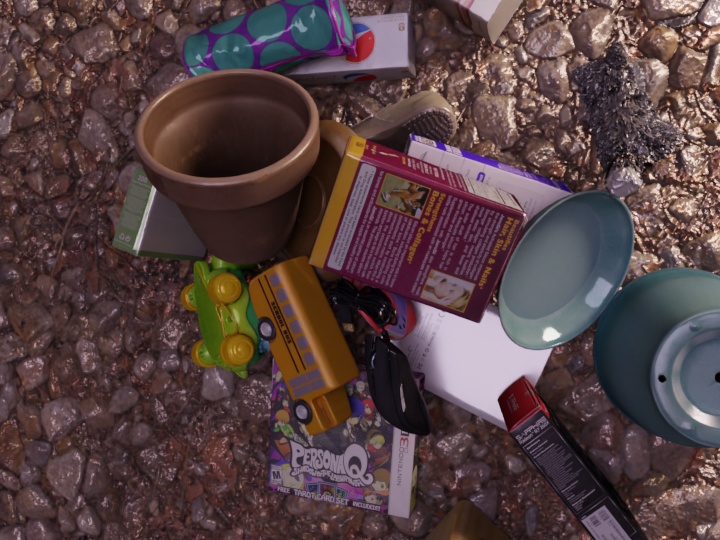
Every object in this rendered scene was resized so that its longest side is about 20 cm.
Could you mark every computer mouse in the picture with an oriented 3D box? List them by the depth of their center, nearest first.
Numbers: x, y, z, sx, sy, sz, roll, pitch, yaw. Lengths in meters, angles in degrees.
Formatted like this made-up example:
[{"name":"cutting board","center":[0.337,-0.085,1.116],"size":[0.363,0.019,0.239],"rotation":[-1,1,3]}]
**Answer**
[{"name":"computer mouse","center":[0.012,0.106,0.867],"size":[0.046,0.140,0.201],"rotation":[-30,121,-20]}]

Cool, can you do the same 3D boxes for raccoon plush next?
[{"name":"raccoon plush","center":[0.286,-0.174,0.815],"size":[0.096,0.200,0.135],"rotation":[-27,99,22]}]

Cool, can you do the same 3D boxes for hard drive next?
[{"name":"hard drive","center":[0.128,0.098,0.934],"size":[0.199,0.026,0.133],"rotation":[25,96,11]}]

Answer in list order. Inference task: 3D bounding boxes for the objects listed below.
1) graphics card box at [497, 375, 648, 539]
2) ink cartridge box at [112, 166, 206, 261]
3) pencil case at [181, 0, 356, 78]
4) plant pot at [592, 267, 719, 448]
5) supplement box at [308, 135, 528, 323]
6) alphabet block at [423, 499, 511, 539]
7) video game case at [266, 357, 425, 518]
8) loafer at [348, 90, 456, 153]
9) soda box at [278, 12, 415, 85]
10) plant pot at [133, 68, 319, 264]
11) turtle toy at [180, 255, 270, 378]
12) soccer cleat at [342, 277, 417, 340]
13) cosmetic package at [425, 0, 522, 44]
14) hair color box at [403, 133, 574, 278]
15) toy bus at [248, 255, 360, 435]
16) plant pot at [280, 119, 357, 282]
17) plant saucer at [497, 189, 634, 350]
[{"name":"graphics card box","center":[0.238,0.225,0.845],"size":[0.051,0.125,0.200],"rotation":[-40,93,8]},{"name":"ink cartridge box","center":[-0.227,-0.113,0.952],"size":[0.048,0.145,0.202],"rotation":[20,95,21]},{"name":"pencil case","center":[-0.107,-0.269,0.890],"size":[0.198,0.085,0.093],"rotation":[-17,71,14]},{"name":"plant pot","center":[0.362,0.099,0.793],"size":[0.198,0.188,0.202],"rotation":[0,91,11]},{"name":"supplement box","center":[0.059,-0.047,0.803],"size":[0.199,0.103,0.132],"rotation":[20,109,-4]},{"name":"alphabet block","center":[0.123,0.421,0.851],"size":[0.196,0.200,0.196],"rotation":[40,99,9]},{"name":"video game case","center":[-0.022,0.210,0.955],"size":[0.198,0.036,0.183],"rotation":[6,97,17]},{"name":"loafer","center":[0.032,-0.163,0.933],"size":[0.199,0.069,0.076],"rotation":[-18,125,26]},{"name":"soda box","center":[-0.030,-0.278,0.947],"size":[0.198,0.064,0.069],"rotation":[0,91,14]},{"name":"plant pot","center":[-0.142,-0.103,0.856],"size":[0.198,0.175,0.201],"rotation":[0,48,0]},{"name":"turtle toy","center":[-0.162,0.038,0.956],"size":[0.145,0.100,0.202],"rotation":[-12,88,58]},{"name":"soccer cleat","center":[0.000,0.000,0.924],"size":[0.067,0.076,0.201],"rotation":[-39,71,15]},{"name":"cosmetic package","center":[0.100,-0.372,0.896],"size":[0.199,0.103,0.088],"rotation":[36,100,12]},{"name":"hair color box","center":[0.135,-0.077,0.877],"size":[0.198,0.065,0.110],"rotation":[17,109,-5]},{"name":"toy bus","center":[-0.063,0.090,0.895],"size":[0.078,0.065,0.201],"rotation":[-28,84,36]},{"name":"plant pot","center":[-0.058,-0.086,0.922],"size":[0.199,0.027,0.202],"rotation":[1,92,46]},{"name":"plant saucer","center":[0.228,-0.004,0.852],"size":[0.201,0.199,0.036],"rotation":[-57,39,8]}]
